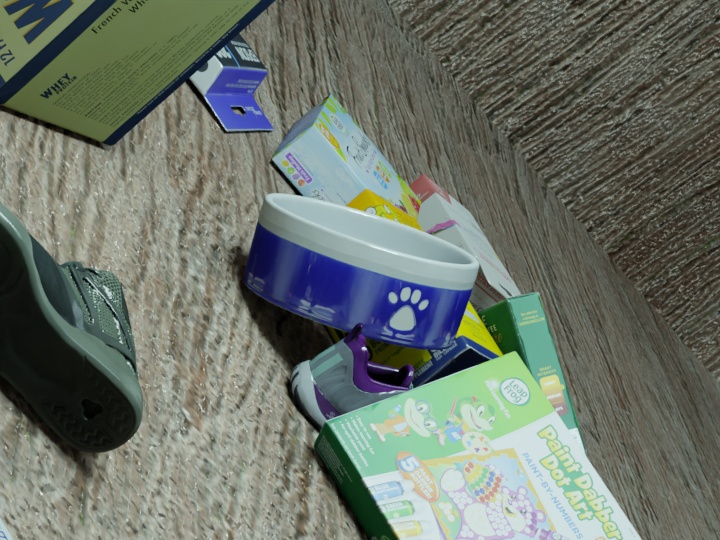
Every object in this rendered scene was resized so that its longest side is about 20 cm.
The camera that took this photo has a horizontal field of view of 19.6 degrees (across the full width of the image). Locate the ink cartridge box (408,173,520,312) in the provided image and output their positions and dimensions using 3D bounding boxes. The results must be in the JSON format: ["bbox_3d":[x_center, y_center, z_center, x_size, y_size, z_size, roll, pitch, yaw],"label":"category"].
[{"bbox_3d":[0.121,-0.010,2.522,0.116,0.067,0.200,37,17,-46],"label":"ink cartridge box"}]

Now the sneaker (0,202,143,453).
[{"bbox_3d":[-0.207,0.014,1.295,0.200,0.076,0.114,50,10,-21],"label":"sneaker"}]

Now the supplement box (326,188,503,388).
[{"bbox_3d":[0.036,0.040,1.986,0.200,0.109,0.109,58,14,28],"label":"supplement box"}]

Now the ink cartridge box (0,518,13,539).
[{"bbox_3d":[-0.271,0.057,1.017,0.200,0.041,0.199,59,14,29],"label":"ink cartridge box"}]

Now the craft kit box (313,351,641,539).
[{"bbox_3d":[0.094,0.180,1.682,0.197,0.049,0.200,-17,61,-33],"label":"craft kit box"}]

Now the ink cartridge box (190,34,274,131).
[{"bbox_3d":[-0.162,-0.238,2.225,0.200,0.043,0.198,53,12,3],"label":"ink cartridge box"}]

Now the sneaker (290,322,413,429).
[{"bbox_3d":[0.033,0.134,1.761,0.200,0.087,0.075,45,14,-26],"label":"sneaker"}]

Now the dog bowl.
[{"bbox_3d":[0.000,0.000,1.832,0.199,0.079,0.200,17,9,-3],"label":"dog bowl"}]

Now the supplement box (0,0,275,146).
[{"bbox_3d":[-0.210,-0.228,1.665,0.135,0.200,0.200,54,14,19],"label":"supplement box"}]

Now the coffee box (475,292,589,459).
[{"bbox_3d":[0.156,0.131,2.012,0.044,0.123,0.201,-12,80,-29],"label":"coffee box"}]

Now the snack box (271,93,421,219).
[{"bbox_3d":[-0.012,-0.098,2.302,0.169,0.068,0.200,50,12,-7],"label":"snack box"}]
